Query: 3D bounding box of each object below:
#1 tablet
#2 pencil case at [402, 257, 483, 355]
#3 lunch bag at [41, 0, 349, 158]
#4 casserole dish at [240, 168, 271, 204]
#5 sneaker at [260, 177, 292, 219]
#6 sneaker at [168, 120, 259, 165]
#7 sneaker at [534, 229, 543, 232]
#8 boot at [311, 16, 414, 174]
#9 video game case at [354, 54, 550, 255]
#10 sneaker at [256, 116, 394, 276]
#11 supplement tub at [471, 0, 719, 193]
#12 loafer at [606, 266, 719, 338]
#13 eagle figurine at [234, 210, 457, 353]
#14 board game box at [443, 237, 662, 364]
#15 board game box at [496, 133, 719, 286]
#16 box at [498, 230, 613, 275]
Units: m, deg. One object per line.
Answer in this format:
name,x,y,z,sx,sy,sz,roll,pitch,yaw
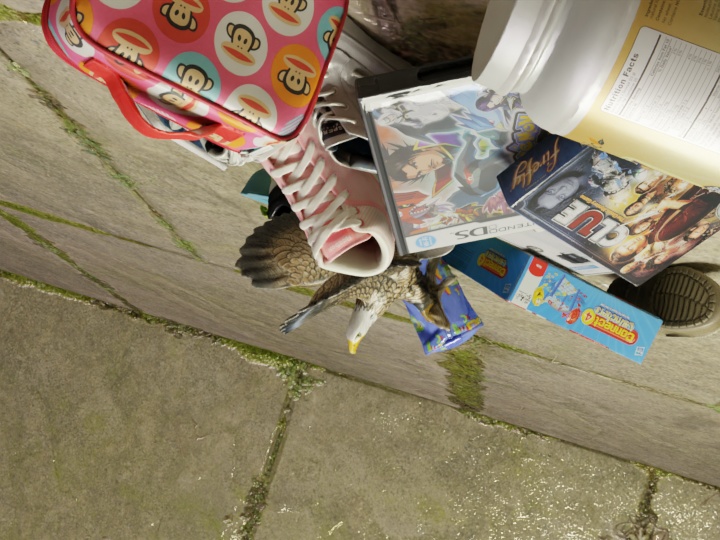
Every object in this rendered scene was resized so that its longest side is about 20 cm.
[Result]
tablet,-0.189,-0.163,1.021,0.131,0.014,0.200,57,-175,9
pencil case,0.062,0.000,1.231,0.202,0.077,0.087,60,-167,-1
lunch bag,-0.113,-0.172,0.754,0.199,0.178,0.082,27,164,-32
casserole dish,-0.053,-0.083,1.295,0.120,0.039,0.199,14,177,40
sneaker,-0.022,-0.067,1.143,0.198,0.084,0.071,7,165,38
sneaker,-0.104,-0.129,0.995,0.074,0.082,0.199,5,164,37
sneaker,0.153,-0.113,0.918,0.084,0.075,0.200,-18,144,20
boot,-0.022,-0.147,0.885,0.198,0.097,0.073,22,150,-31
video game case,0.101,-0.092,0.851,0.178,0.026,0.201,-10,145,6
sneaker,-0.034,-0.073,0.933,0.075,0.105,0.200,-31,124,22
supplement tub,0.174,-0.130,0.601,0.197,0.146,0.144,19,167,-4
loafer,0.358,0.039,1.237,0.067,0.077,0.200,20,176,-21
eagle figurine,-0.001,0.007,1.055,0.198,0.153,0.151,18,152,-33
board game box,0.210,0.019,1.238,0.194,0.056,0.200,25,-174,-24
board game box,0.220,-0.066,0.861,0.135,0.035,0.199,-38,139,27
box,0.178,-0.061,1.071,0.198,0.061,0.116,23,169,-19
